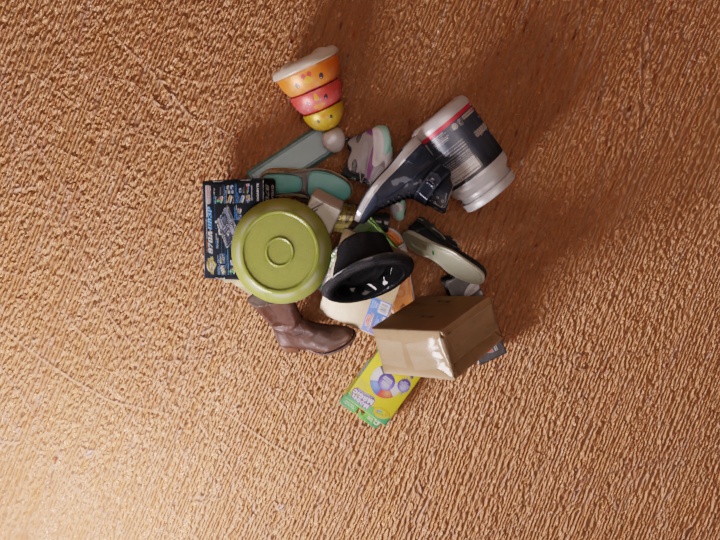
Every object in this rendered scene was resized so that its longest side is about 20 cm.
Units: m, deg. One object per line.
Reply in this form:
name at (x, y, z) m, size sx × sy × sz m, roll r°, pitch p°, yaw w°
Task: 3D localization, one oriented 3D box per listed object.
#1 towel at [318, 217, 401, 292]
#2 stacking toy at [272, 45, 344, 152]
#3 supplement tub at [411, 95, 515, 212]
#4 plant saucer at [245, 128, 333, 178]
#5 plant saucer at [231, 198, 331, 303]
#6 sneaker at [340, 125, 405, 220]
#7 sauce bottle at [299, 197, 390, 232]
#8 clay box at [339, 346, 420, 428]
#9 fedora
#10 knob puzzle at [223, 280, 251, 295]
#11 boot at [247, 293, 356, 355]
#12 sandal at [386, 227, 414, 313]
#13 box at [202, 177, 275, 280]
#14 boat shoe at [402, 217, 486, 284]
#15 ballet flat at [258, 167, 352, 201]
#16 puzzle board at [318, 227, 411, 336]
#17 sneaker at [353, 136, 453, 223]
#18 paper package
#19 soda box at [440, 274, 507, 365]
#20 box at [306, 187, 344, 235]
towel at (0.000, 0.000, 1.371) m, size 0.149 × 0.031 × 0.200 m, roll 46°, pitch 114°, yaw -4°
stacking toy at (-0.077, -0.338, 1.315) m, size 0.144 × 0.146 × 0.203 m, roll -24°, pitch 109°, yaw 1°
supplement tub at (0.211, -0.238, 1.326) m, size 0.139 × 0.140 × 0.201 m, roll -37°, pitch 98°, yaw 3°
plant saucer at (-0.145, -0.231, 1.376) m, size 0.198 × 0.019 × 0.071 m, roll -33°, pitch 98°, yaw 1°
plant saucer at (-0.153, -0.036, 1.243) m, size 0.195 × 0.031 × 0.205 m, roll 0°, pitch 94°, yaw 0°
sneaker at (0.015, -0.190, 1.359) m, size 0.137 × 0.078 × 0.204 m, roll -15°, pitch 83°, yaw 3°
sauce bottle at (-0.036, -0.113, 1.372) m, size 0.195 × 0.065 × 0.066 m, roll 5°, pitch 98°, yaw -3°
clay box at (0.051, 0.248, 1.432) m, size 0.114 × 0.048 × 0.202 m, roll 35°, pitch 94°, yaw -6°
fedora at (0.006, -0.014, 1.269) m, size 0.196 × 0.201 × 0.093 m, roll -14°, pitch 68°, yaw 0°
knob puzzle at (-0.236, -0.059, 1.386) m, size 0.214 × 0.030 × 0.225 m, roll 1°, pitch 101°, yaw 3°
boot at (-0.118, 0.095, 1.331) m, size 0.182 × 0.065 × 0.202 m, roll -10°, pitch 137°, yaw 11°
sandal at (0.078, 0.007, 1.395) m, size 0.078 × 0.059 × 0.211 m, roll -17°, pitch 97°, yaw 0°
box at (-0.245, -0.082, 1.310) m, size 0.156 × 0.046 × 0.205 m, roll 1°, pitch 94°, yaw 28°
boat shoe at (0.185, -0.044, 1.360) m, size 0.198 × 0.072 × 0.068 m, roll 34°, pitch 59°, yaw 20°
ballet flat at (-0.114, -0.182, 1.346) m, size 0.195 × 0.071 × 0.072 m, roll 3°, pitch 98°, yaw -7°
puzzle board at (0.006, 0.027, 1.354) m, size 0.148 × 0.017 × 0.203 m, roll 21°, pitch 113°, yaw 6°
sneaker at (0.093, -0.139, 1.275) m, size 0.146 × 0.077 × 0.203 m, roll 42°, pitch 93°, yaw 2°
paper package at (0.155, 0.130, 1.311) m, size 0.189 × 0.198 × 0.106 m, roll -27°, pitch 106°, yaw -41°
soda box at (0.247, 0.097, 1.412) m, size 0.070 × 0.063 × 0.203 m, roll -24°, pitch 98°, yaw 1°
box at (-0.105, -0.058, 1.315) m, size 0.067 × 0.082 × 0.203 m, roll 25°, pitch 107°, yaw -5°
